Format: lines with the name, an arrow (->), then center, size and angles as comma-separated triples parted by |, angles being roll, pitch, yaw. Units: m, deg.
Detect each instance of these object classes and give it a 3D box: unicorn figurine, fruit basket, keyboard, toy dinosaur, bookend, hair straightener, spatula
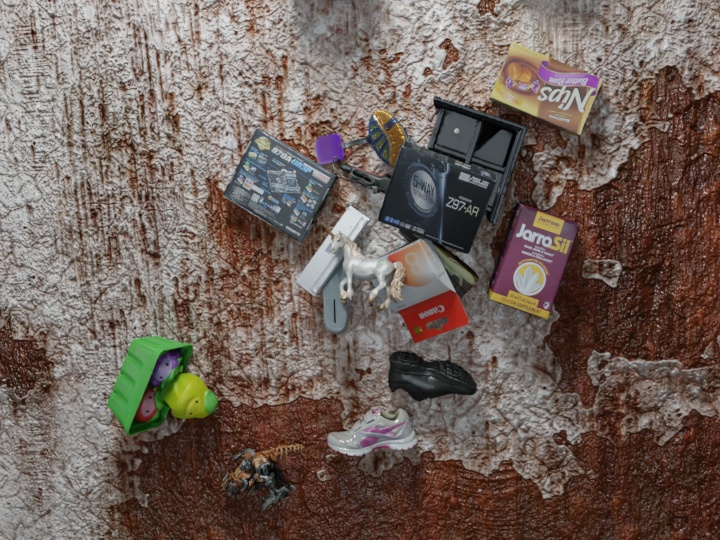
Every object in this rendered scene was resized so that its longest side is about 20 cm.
unicorn figurine -> 0.000, 0.000, 1.607 | 0.195, 0.074, 0.140 | 13, 74, 2
fruit basket -> -0.414, 0.260, 1.699 | 0.211, 0.155, 0.222 | 0, 90, 21
keyboard -> -0.058, -0.042, 1.656 | 0.056, 0.011, 0.202 | 32, 81, 21
toy dinosaur -> -0.212, 0.444, 1.730 | 0.199, 0.101, 0.137 | -38, 76, 29
bookend -> 0.211, -0.224, 1.603 | 0.196, 0.092, 0.203 | 19, 99, 3
hair straightener -> 0.031, -0.188, 1.628 | 0.196, 0.077, 0.042 | 25, 111, 0
spatula -> 0.000, -0.270, 1.649 | 0.195, 0.021, 0.058 | -13, 102, 5

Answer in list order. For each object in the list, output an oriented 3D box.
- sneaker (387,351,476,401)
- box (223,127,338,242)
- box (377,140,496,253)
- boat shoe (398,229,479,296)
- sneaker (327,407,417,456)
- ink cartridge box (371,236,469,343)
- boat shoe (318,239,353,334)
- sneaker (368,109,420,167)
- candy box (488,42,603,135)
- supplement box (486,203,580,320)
sneaker -> 0.150, 0.238, 1.689 | 0.195, 0.076, 0.093 | 15, 108, 9
box -> -0.168, -0.179, 1.661 | 0.197, 0.046, 0.161 | 30, 99, 0
box -> 0.150, -0.143, 1.553 | 0.196, 0.044, 0.163 | 21, 114, 1
boat shoe -> 0.153, -0.022, 1.645 | 0.199, 0.072, 0.067 | 37, 100, 0
sneaker -> 0.023, 0.341, 1.705 | 0.195, 0.081, 0.091 | -7, 96, -3
ink cartridge box -> 0.114, 0.049, 1.633 | 0.160, 0.050, 0.203 | -24, 93, 40
boat shoe -> -0.052, 0.036, 1.673 | 0.072, 0.067, 0.205 | 3, 77, 9
sneaker -> 0.089, -0.240, 1.617 | 0.075, 0.088, 0.202 | -34, 90, 25
candy box -> 0.371, -0.363, 1.591 | 0.196, 0.056, 0.119 | 23, 99, 2
supplement box -> 0.351, -0.020, 1.614 | 0.128, 0.103, 0.204 | 17, 98, 3
